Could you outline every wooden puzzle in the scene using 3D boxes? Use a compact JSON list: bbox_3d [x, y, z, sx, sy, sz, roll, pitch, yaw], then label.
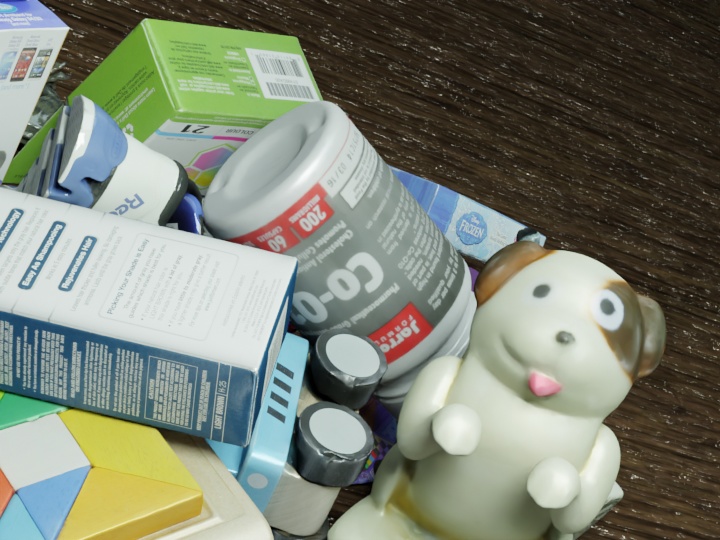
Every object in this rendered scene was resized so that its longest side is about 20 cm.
[{"bbox_3d":[-0.167,0.104,0.877,0.184,0.037,0.200,-16,50,-31],"label":"wooden puzzle"}]

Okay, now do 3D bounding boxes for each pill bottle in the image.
[{"bbox_3d":[0.000,0.000,1.080,0.200,0.114,0.114,49,18,-25],"label":"pill bottle"}]

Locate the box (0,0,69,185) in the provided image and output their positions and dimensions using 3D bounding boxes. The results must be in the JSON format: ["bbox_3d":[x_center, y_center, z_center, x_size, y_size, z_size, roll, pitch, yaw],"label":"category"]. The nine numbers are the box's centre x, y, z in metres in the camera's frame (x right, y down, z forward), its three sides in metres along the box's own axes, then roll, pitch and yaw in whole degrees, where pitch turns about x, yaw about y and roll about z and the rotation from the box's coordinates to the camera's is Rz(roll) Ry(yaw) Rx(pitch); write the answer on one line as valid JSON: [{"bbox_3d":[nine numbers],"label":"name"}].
[{"bbox_3d":[-0.255,-0.091,1.024,0.041,0.201,0.119,41,28,20],"label":"box"}]

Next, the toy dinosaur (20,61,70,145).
[{"bbox_3d":[-0.254,-0.119,1.260,0.199,0.048,0.088,11,39,-31],"label":"toy dinosaur"}]

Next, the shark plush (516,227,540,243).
[{"bbox_3d":[0.114,0.062,1.191,0.083,0.202,0.091,9,15,15],"label":"shark plush"}]

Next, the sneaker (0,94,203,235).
[{"bbox_3d":[-0.161,-0.019,1.023,0.115,0.199,0.081,24,55,-23],"label":"sneaker"}]

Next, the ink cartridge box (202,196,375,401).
[{"bbox_3d":[-0.067,0.030,1.200,0.199,0.045,0.177,0,58,-48],"label":"ink cartridge box"}]

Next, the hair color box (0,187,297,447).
[{"bbox_3d":[-0.142,0.022,0.915,0.198,0.061,0.100,14,38,3],"label":"hair color box"}]

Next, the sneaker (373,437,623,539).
[{"bbox_3d":[0.091,0.140,1.140,0.199,0.077,0.112,-9,56,-45],"label":"sneaker"}]

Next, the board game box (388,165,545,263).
[{"bbox_3d":[0.019,-0.059,1.328,0.199,0.044,0.199,23,1,31],"label":"board game box"}]

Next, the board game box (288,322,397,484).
[{"bbox_3d":[-0.029,0.047,1.149,0.157,0.039,0.201,22,42,-33],"label":"board game box"}]

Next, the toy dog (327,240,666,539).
[{"bbox_3d":[0.098,0.086,0.966,0.139,0.201,0.194,30,29,15],"label":"toy dog"}]

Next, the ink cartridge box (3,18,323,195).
[{"bbox_3d":[-0.140,-0.084,1.179,0.147,0.200,0.076,-1,61,-47],"label":"ink cartridge box"}]

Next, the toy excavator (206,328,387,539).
[{"bbox_3d":[-0.100,0.103,0.985,0.199,0.100,0.195,19,39,-7],"label":"toy excavator"}]

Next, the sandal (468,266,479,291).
[{"bbox_3d":[0.050,0.006,1.365,0.202,0.050,0.083,1,39,-48],"label":"sandal"}]
